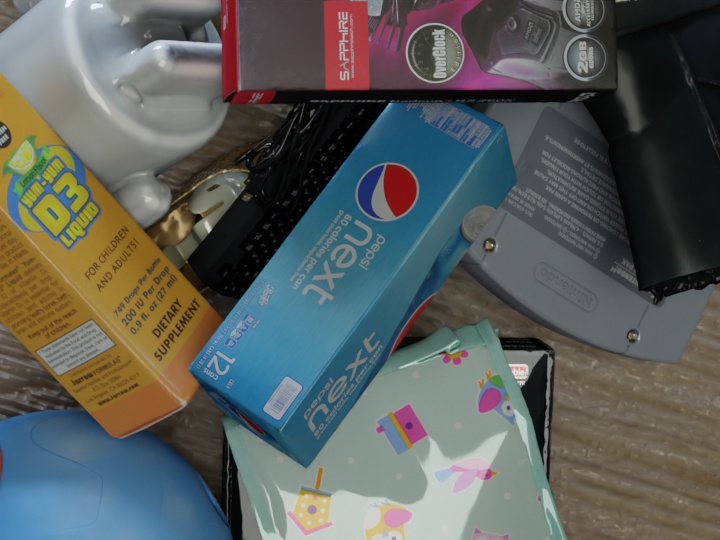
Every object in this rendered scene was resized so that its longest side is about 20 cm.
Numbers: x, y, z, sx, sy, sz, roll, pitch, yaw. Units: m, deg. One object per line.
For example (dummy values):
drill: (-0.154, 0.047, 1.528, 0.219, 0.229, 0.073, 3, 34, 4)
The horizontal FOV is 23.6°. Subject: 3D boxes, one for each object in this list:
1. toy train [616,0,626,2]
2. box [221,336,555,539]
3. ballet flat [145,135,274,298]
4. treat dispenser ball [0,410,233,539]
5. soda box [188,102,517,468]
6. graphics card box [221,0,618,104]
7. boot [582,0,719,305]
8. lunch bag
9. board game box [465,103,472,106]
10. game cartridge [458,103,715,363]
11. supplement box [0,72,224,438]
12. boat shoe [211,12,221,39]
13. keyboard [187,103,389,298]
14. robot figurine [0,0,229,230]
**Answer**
toy train: (0.145, -0.252, 1.016, 0.150, 0.056, 0.201, -19, 90, -7)
box: (0.015, 0.121, 1.050, 0.199, 0.046, 0.160, 1, 97, -7)
ballet flat: (-0.103, -0.009, 1.009, 0.200, 0.065, 0.071, -39, 96, -3)
treat dispenser ball: (-0.166, 0.178, 0.954, 0.200, 0.201, 0.202, -1, 97, -7)
soda box: (0.000, 0.000, 0.909, 0.064, 0.068, 0.200, 32, 76, 22)
graphics card box: (0.029, -0.148, 0.876, 0.199, 0.051, 0.126, 0, 87, -10)
boot: (0.206, -0.078, 0.992, 0.200, 0.076, 0.169, -18, 87, -40)
lunch bag: (0.025, 0.140, 0.970, 0.170, 0.122, 0.201, -19, 104, -4)
board game box: (0.035, -0.137, 1.021, 0.101, 0.048, 0.201, -2, 97, -8)
game cartridge: (0.132, -0.031, 1.021, 0.200, 0.040, 0.134, 31, 78, -26)
supplement box: (-0.161, -0.009, 0.895, 0.069, 0.067, 0.200, -28, 111, 41)
boat shoe: (-0.046, -0.146, 0.954, 0.200, 0.076, 0.072, -20, 144, 29)
keyboard: (-0.018, -0.053, 0.949, 0.104, 0.040, 0.200, 17, 119, -49)
robot figurine: (-0.150, -0.093, 0.944, 0.113, 0.200, 0.170, 1, 70, -46)
